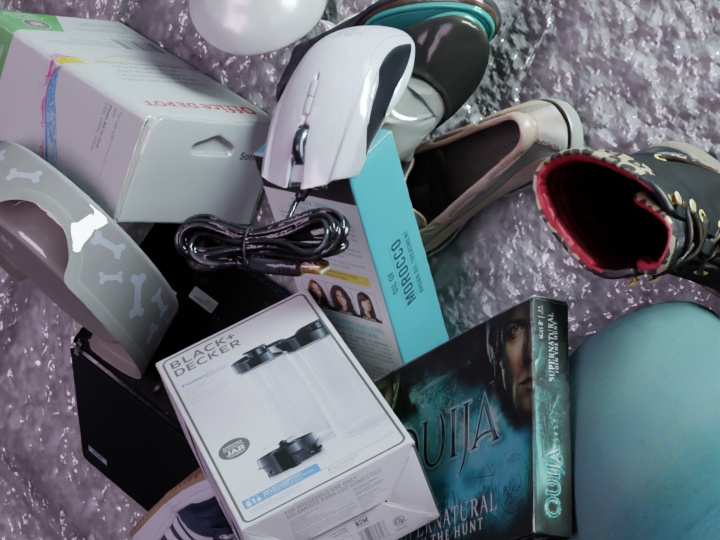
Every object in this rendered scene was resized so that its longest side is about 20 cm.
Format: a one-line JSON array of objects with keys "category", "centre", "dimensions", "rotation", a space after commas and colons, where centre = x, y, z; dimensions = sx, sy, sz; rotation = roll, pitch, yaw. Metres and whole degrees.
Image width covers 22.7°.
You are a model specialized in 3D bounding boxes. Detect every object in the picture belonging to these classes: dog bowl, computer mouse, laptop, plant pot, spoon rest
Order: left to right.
[{"category": "dog bowl", "centre": [-0.212, -0.012, 1.282], "dimensions": [0.199, 0.201, 0.059], "rotation": [33, 72, 34]}, {"category": "laptop", "centre": [-0.127, 0.091, 1.368], "dimensions": [0.177, 0.103, 0.201], "rotation": [32, 85, 33]}, {"category": "spoon rest", "centre": [-0.097, -0.231, 1.298], "dimensions": [0.099, 0.061, 0.201], "rotation": [-28, 63, -10]}, {"category": "computer mouse", "centre": [-0.030, -0.083, 1.083], "dimensions": [0.109, 0.044, 0.201], "rotation": [2, 54, 33]}, {"category": "plant pot", "centre": [0.197, 0.125, 1.001], "dimensions": [0.201, 0.199, 0.188], "rotation": [-57, 45, 25]}]

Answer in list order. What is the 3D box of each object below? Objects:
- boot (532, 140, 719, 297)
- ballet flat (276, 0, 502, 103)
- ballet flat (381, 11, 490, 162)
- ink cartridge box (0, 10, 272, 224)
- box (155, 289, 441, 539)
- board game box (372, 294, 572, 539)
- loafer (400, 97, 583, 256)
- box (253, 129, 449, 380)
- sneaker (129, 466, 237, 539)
[{"category": "boot", "centre": [0.201, -0.012, 1.010], "dimensions": [0.200, 0.150, 0.074], "rotation": [41, 115, 30]}, {"category": "ballet flat", "centre": [0.018, -0.160, 1.210], "dimensions": [0.199, 0.073, 0.074], "rotation": [-24, 76, 42]}, {"category": "ballet flat", "centre": [0.011, -0.096, 1.180], "dimensions": [0.199, 0.068, 0.069], "rotation": [-32, 30, 45]}, {"category": "ink cartridge box", "centre": [-0.178, -0.113, 1.316], "dimensions": [0.199, 0.145, 0.088], "rotation": [31, 110, 34]}, {"category": "box", "centre": [-0.044, 0.102, 1.101], "dimensions": [0.200, 0.116, 0.061], "rotation": [54, 167, 57]}, {"category": "board game box", "centre": [0.060, 0.107, 1.065], "dimensions": [0.200, 0.028, 0.137], "rotation": [-33, 51, 57]}, {"category": "loafer", "centre": [0.053, -0.060, 1.184], "dimensions": [0.199, 0.063, 0.073], "rotation": [-28, 73, 36]}, {"category": "box", "centre": [0.000, 0.000, 1.173], "dimensions": [0.082, 0.049, 0.201], "rotation": [14, 133, 38]}, {"category": "sneaker", "centre": [-0.091, 0.191, 1.249], "dimensions": [0.109, 0.070, 0.200], "rotation": [54, 149, 6]}]
